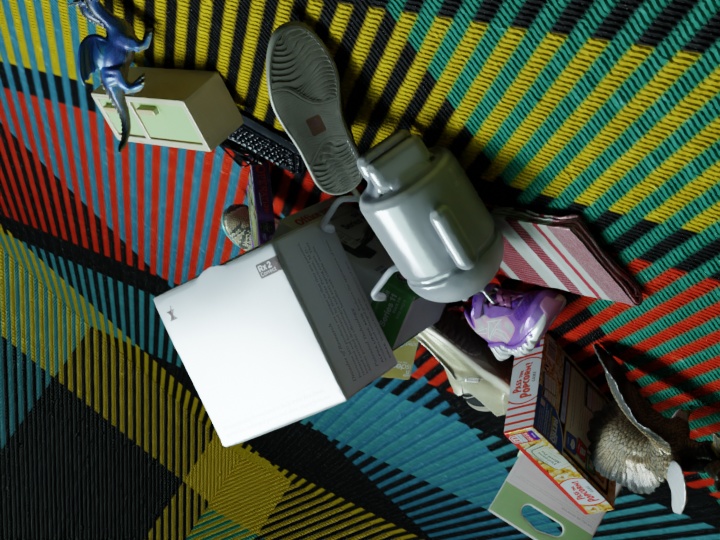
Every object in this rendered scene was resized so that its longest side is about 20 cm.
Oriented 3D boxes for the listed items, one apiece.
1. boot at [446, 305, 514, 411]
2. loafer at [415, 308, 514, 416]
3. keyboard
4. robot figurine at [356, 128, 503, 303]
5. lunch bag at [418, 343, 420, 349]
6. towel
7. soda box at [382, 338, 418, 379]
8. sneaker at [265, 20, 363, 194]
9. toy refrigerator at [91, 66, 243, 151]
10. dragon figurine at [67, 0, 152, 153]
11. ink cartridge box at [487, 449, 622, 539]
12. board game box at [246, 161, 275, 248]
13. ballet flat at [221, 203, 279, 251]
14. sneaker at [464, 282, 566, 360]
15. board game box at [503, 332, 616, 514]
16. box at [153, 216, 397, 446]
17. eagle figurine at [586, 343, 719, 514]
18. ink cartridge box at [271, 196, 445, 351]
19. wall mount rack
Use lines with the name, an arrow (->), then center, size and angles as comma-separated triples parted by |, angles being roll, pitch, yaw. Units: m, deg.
boot -> 0.156, 0.121, 1.858 | 0.150, 0.073, 0.200 | 36, 160, -11
loafer -> 0.134, 0.121, 1.740 | 0.200, 0.068, 0.076 | 38, -154, -1
keyboard -> -0.157, -0.165, 1.708 | 0.200, 0.040, 0.104 | 31, 163, 14
robot figurine -> 0.076, -0.049, 1.414 | 0.200, 0.113, 0.170 | 57, 180, -21
lunch bag -> -0.006, 0.077, 2.040 | 0.200, 0.077, 0.160 | 26, 161, 26
towel -> 0.197, -0.022, 1.465 | 0.200, 0.023, 0.144 | 14, 155, 52
soda box -> 0.012, 0.080, 1.841 | 0.064, 0.068, 0.200 | 7, -166, -22
sneaker -> -0.059, -0.183, 1.415 | 0.106, 0.075, 0.200 | -115, 5, -54
toy refrigerator -> -0.243, -0.200, 1.674 | 0.200, 0.070, 0.076 | 13, 139, 45
dragon figurine -> -0.301, -0.245, 1.584 | 0.099, 0.200, 0.059 | 8, -169, -13
ink cartridge box -> 0.281, 0.288, 1.867 | 0.145, 0.200, 0.048 | 32, 161, 7
board game box -> -0.128, -0.032, 1.801 | 0.032, 0.200, 0.120 | -4, 167, -13
ballet flat -> -0.132, -0.044, 1.987 | 0.075, 0.068, 0.200 | 2, 157, 21
sneaker -> 0.177, 0.051, 1.624 | 0.088, 0.081, 0.200 | 42, 164, -2
board game box -> 0.262, 0.194, 1.723 | 0.046, 0.152, 0.200 | -19, 130, 34
box -> -0.099, 0.071, 1.582 | 0.199, 0.131, 0.200 | -24, 93, 33
eagle figurine -> 0.347, 0.192, 1.607 | 0.200, 0.152, 0.151 | 20, 180, 25
ink cartridge box -> 0.000, 0.000, 1.667 | 0.200, 0.083, 0.147 | 30, -153, 17
wall mount rack -> 0.052, -0.028, 1.568 | 0.174, 0.075, 0.200 | -2, -134, -45
